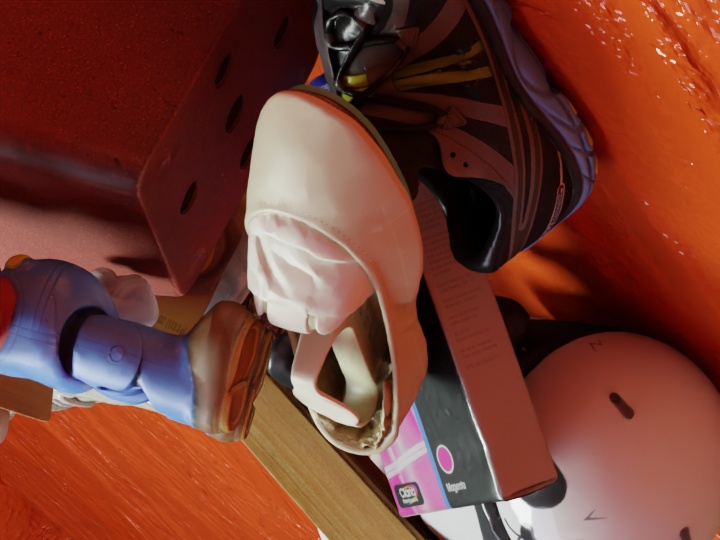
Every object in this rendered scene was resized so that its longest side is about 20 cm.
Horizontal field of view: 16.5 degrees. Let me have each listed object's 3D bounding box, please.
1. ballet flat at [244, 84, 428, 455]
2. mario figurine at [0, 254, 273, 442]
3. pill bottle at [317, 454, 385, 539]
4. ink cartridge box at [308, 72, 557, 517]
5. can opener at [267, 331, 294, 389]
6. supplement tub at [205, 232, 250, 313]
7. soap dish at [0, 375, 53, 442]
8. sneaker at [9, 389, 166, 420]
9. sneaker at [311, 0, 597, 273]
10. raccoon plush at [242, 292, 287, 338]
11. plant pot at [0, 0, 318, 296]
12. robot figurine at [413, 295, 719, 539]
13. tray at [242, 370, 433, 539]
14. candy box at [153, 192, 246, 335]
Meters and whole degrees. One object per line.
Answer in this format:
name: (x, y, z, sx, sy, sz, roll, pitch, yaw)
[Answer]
ballet flat: (-0.010, 0.010, 0.962, 0.069, 0.069, 0.200, 33, 159, 27)
mario figurine: (-0.133, 0.002, 0.985, 0.199, 0.106, 0.124, 13, 138, 5)
pill bottle: (0.033, 0.139, 1.512, 0.112, 0.112, 0.200, 42, 166, -7)
ink cartridge box: (0.019, 0.005, 1.072, 0.095, 0.037, 0.201, -21, 86, 63)
can opener: (0.013, 0.065, 1.279, 0.063, 0.079, 0.200, 9, 173, 36)
supplement tub: (-0.151, -0.053, 1.378, 0.200, 0.123, 0.122, 49, 164, -29)
soap dish: (-0.252, 0.001, 1.217, 0.200, 0.081, 0.157, 28, 178, 22)
sneaker: (-0.173, 0.047, 1.297, 0.199, 0.081, 0.075, 18, 173, 23)
sneaker: (0.017, -0.074, 0.948, 0.071, 0.083, 0.200, 20, 156, 54)
raccoon plush: (-0.108, 0.008, 1.538, 0.200, 0.097, 0.134, 48, 156, -27)
plant pot: (-0.128, -0.099, 1.057, 0.176, 0.200, 0.200, 25, 163, 13)
robot figurine: (0.089, 0.085, 1.161, 0.150, 0.125, 0.200, 17, 176, -24)
tray: (0.009, 0.128, 1.242, 0.200, 0.037, 0.099, 46, -178, 38)
candy box: (-0.149, -0.056, 1.261, 0.200, 0.117, 0.056, 29, 178, -36)
